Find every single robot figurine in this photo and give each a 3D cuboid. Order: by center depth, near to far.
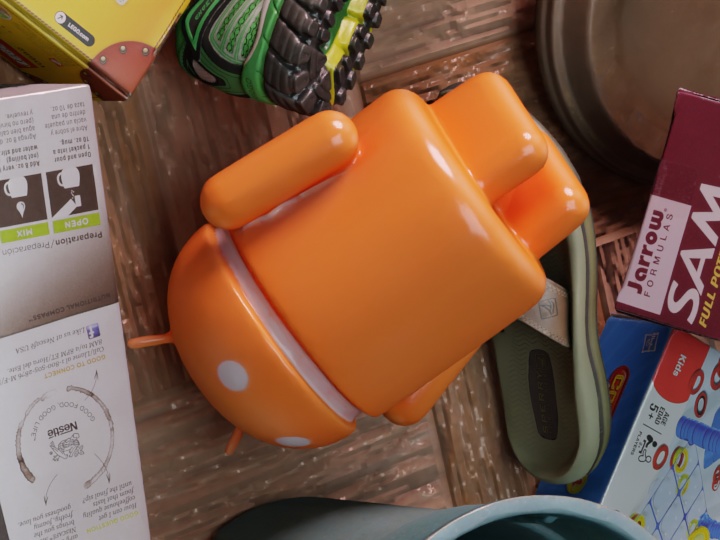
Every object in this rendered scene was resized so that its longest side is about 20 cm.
[{"bbox_3d":[0.001,0.001,1.128,0.200,0.144,0.117,-35,77,6],"label":"robot figurine"}]

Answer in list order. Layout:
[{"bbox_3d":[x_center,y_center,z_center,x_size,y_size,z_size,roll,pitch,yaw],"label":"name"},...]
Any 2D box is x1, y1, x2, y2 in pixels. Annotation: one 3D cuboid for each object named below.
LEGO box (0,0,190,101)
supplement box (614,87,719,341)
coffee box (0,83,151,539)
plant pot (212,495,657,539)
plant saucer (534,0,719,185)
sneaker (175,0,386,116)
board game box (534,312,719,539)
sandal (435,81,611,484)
[{"bbox_3d":[-0.145,-0.186,1.067,0.200,0.077,0.149,39,74,-27],"label":"LEGO box"},{"bbox_3d":[0.203,-0.014,1.249,0.200,0.061,0.109,11,95,-58],"label":"supplement box"},{"bbox_3d":[-0.154,0.027,1.057,0.080,0.113,0.200,-12,99,-30],"label":"coffee box"},{"bbox_3d":[0.019,0.184,1.124,0.200,0.196,0.200,-2,94,-31],"label":"plant pot"},{"bbox_3d":[0.177,-0.133,1.266,0.200,0.029,0.200,-11,115,-26],"label":"plant saucer"},{"bbox_3d":[-0.021,-0.160,1.146,0.200,0.085,0.078,-62,153,-31],"label":"sneaker"},{"bbox_3d":[0.173,0.153,1.298,0.196,0.056,0.200,29,79,-29],"label":"board game box"},{"bbox_3d":[0.071,0.010,1.211,0.057,0.080,0.201,-20,104,-31],"label":"sandal"}]
